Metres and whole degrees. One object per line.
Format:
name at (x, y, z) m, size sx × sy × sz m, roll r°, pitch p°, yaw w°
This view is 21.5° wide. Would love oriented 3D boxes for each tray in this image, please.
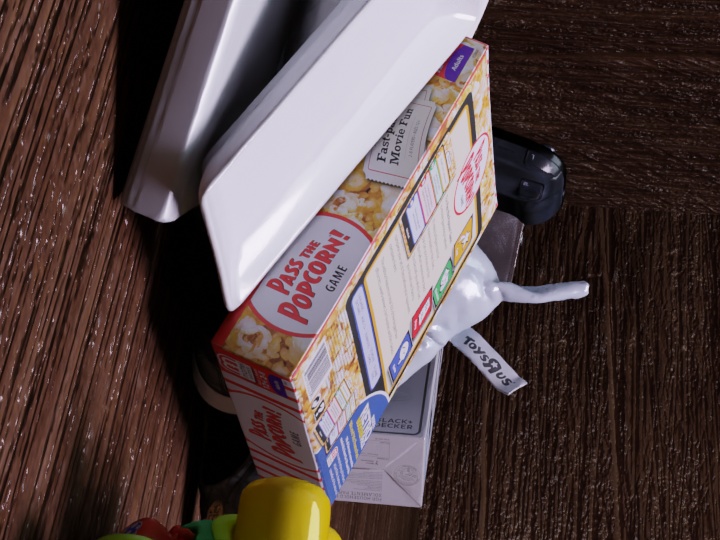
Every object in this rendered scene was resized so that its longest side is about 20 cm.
tray at (-0.010, -0.082, 0.847) m, size 0.200 × 0.022 × 0.108 m, roll -51°, pitch 159°, yaw -21°

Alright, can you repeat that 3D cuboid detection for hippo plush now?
hippo plush at (0.000, 0.000, 1.169) m, size 0.160 × 0.199 × 0.161 m, roll -54°, pitch 148°, yaw -5°

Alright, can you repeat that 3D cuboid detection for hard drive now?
hard drive at (-0.045, -0.128, 0.819) m, size 0.132 × 0.026 × 0.201 m, roll -49°, pitch 160°, yaw -74°

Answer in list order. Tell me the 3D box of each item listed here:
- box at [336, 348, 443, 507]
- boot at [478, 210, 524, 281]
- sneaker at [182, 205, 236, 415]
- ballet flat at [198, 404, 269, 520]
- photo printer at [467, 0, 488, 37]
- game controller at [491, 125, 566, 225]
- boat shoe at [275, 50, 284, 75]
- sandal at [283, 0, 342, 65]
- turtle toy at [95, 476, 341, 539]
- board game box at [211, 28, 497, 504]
box at (-0.002, 0.072, 1.315) m, size 0.201 × 0.115 × 0.061 m, roll -80°, pitch 172°, yaw -54°
boot at (0.053, -0.081, 1.477) m, size 0.069 × 0.172 × 0.202 m, roll -21°, pitch 115°, yaw -84°
sneaker at (-0.051, -0.032, 0.965) m, size 0.091 × 0.066 × 0.202 m, roll 83°, pitch 14°, yaw -75°
ballet flat at (-0.067, 0.061, 1.019) m, size 0.057 × 0.066 × 0.202 m, roll 20°, pitch 67°, yaw -42°
photo printer at (0.022, -0.194, 1.182) m, size 0.167 × 0.069 × 0.201 m, roll 120°, pitch -30°, yaw -43°
game controller at (0.042, -0.084, 1.264) m, size 0.104 × 0.199 × 0.042 m, roll 61°, pitch 51°, yaw -76°
boat shoe at (0.002, -0.137, 0.975) m, size 0.074 × 0.086 × 0.203 m, roll 33°, pitch 47°, yaw -30°
sandal at (0.007, -0.173, 0.904) m, size 0.083 × 0.049 × 0.204 m, roll 127°, pitch -23°, yaw -61°
turtle toy at (-0.066, 0.152, 0.741) m, size 0.200 × 0.100 × 0.147 m, roll 79°, pitch 17°, yaw -69°
board game box at (0.005, -0.001, 0.949) m, size 0.201 × 0.046 × 0.152 m, roll -59°, pitch 160°, yaw -24°
